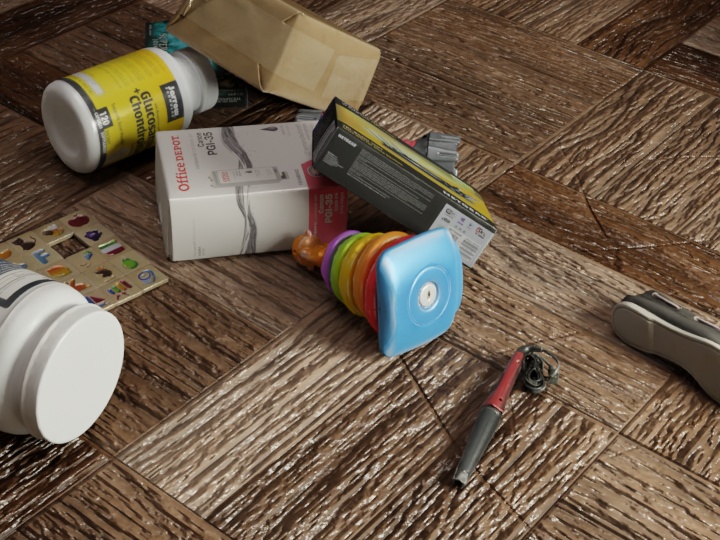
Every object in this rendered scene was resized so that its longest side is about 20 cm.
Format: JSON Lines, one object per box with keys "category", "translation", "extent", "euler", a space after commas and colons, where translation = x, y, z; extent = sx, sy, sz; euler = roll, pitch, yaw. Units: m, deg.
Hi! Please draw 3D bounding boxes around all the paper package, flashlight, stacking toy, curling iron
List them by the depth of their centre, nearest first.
{"category": "curling iron", "translation": [0.133, 0.131, 1.205], "extent": [0.049, 0.026, 0.200], "euler": [18, 39, 24]}
{"category": "stacking toy", "translation": [0.000, 0.000, 1.330], "extent": [0.109, 0.117, 0.199], "euler": [-22, 29, -38]}
{"category": "flashlight", "translation": [0.019, -0.150, 1.543], "extent": [0.198, 0.068, 0.068], "euler": [5, 18, 2]}
{"category": "paper package", "translation": [-0.106, -0.284, 1.601], "extent": [0.190, 0.104, 0.199], "euler": [33, 13, 27]}

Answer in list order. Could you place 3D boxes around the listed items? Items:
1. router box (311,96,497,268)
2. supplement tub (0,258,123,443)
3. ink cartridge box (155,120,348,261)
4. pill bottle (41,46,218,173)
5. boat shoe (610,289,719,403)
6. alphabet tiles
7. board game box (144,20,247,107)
{"category": "router box", "translation": [0.043, -0.097, 1.372], "extent": [0.199, 0.052, 0.157], "euler": [32, 14, -13]}
{"category": "supplement tub", "translation": [-0.329, 0.063, 1.168], "extent": [0.198, 0.141, 0.140], "euler": [20, 40, 21]}
{"category": "ink cartridge box", "translation": [-0.124, -0.091, 1.437], "extent": [0.198, 0.083, 0.147], "euler": [-5, 38, -12]}
{"category": "pill bottle", "translation": [-0.271, -0.200, 1.549], "extent": [0.199, 0.113, 0.112], "euler": [-29, 47, -35]}
{"category": "boat shoe", "translation": [0.336, 0.073, 1.266], "extent": [0.057, 0.067, 0.199], "euler": [-28, 43, -29]}
{"category": "alphabet tiles", "translation": [-0.329, 0.009, 1.353], "extent": [0.199, 0.008, 0.167], "euler": [-28, 47, -34]}
{"category": "board game box", "translation": [-0.221, -0.277, 1.726], "extent": [0.134, 0.028, 0.201], "euler": [-3, 37, -7]}
